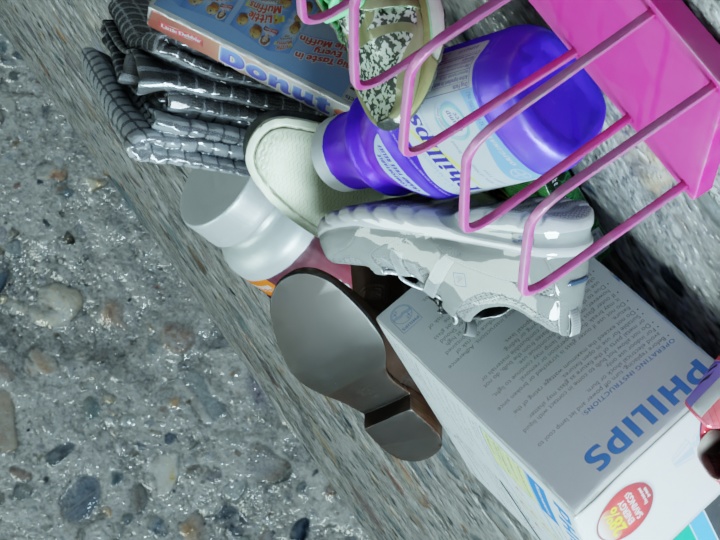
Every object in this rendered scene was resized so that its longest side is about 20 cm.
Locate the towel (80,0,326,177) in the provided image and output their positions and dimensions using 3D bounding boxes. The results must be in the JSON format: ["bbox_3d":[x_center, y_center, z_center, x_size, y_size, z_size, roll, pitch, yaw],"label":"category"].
[{"bbox_3d":[-0.081,-0.132,1.561,0.166,0.200,0.086,-124,46,-60],"label":"towel"}]

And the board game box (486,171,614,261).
[{"bbox_3d":[0.090,-0.067,1.448,0.105,0.023,0.200,61,169,-20],"label":"board game box"}]

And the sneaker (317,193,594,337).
[{"bbox_3d":[0.048,-0.001,1.310,0.200,0.075,0.082,6,103,48],"label":"sneaker"}]

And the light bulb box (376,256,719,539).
[{"bbox_3d":[0.140,0.097,1.375,0.200,0.125,0.198,44,171,40],"label":"light bulb box"}]

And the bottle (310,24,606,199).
[{"bbox_3d":[0.047,-0.082,1.276,0.084,0.065,0.200,49,148,-21],"label":"bottle"}]

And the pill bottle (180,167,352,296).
[{"bbox_3d":[-0.038,-0.024,1.766,0.200,0.110,0.110,34,-177,-32],"label":"pill bottle"}]

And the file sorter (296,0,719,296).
[{"bbox_3d":[0.071,-0.107,1.109,0.200,0.125,0.139,53,169,16],"label":"file sorter"}]

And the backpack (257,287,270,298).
[{"bbox_3d":[-0.055,-0.054,1.896,0.163,0.153,0.200,34,135,59],"label":"backpack"}]

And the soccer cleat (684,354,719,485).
[{"bbox_3d":[0.217,0.101,1.237,0.068,0.073,0.200,49,168,34],"label":"soccer cleat"}]

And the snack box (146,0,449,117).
[{"bbox_3d":[-0.028,-0.139,1.391,0.200,0.072,0.024,27,154,8],"label":"snack box"}]

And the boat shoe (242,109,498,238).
[{"bbox_3d":[0.003,-0.055,1.434,0.200,0.072,0.068,20,-159,-35],"label":"boat shoe"}]

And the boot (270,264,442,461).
[{"bbox_3d":[0.000,0.000,1.483,0.200,0.064,0.187,-88,-27,-44],"label":"boot"}]

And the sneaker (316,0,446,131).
[{"bbox_3d":[-0.018,-0.170,1.229,0.077,0.088,0.201,-25,76,54],"label":"sneaker"}]
